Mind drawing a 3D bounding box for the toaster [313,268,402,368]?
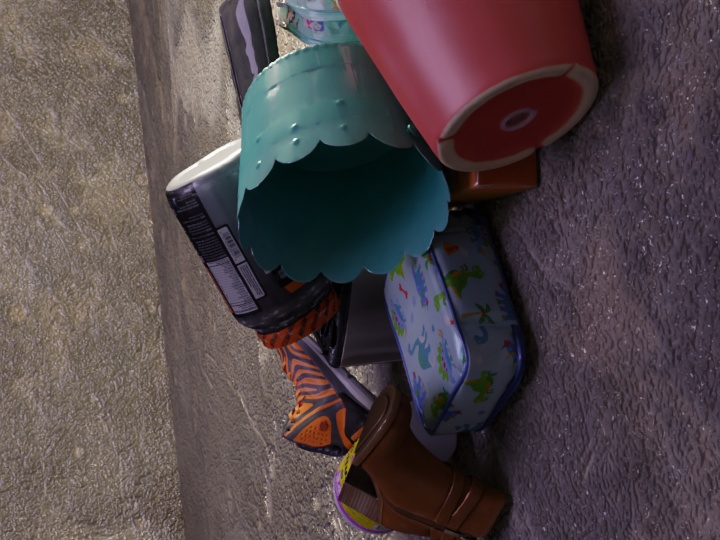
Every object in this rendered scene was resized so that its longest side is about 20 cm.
[{"bbox_3d":[0.000,0.000,1.275,0.201,0.116,0.184,-123,35,-57],"label":"toaster"}]

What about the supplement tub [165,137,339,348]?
[{"bbox_3d":[-0.107,-0.028,1.139,0.202,0.122,0.122,61,167,-17],"label":"supplement tub"}]

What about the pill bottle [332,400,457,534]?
[{"bbox_3d":[0.040,0.215,1.202,0.201,0.102,0.106,120,144,-56],"label":"pill bottle"}]

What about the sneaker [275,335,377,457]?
[{"bbox_3d":[-0.073,0.144,1.313,0.199,0.112,0.078,41,177,26],"label":"sneaker"}]

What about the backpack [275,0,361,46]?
[{"bbox_3d":[-0.008,-0.320,1.179,0.200,0.175,0.153,-142,45,-60],"label":"backpack"}]

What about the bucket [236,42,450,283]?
[{"bbox_3d":[-0.020,-0.099,1.009,0.208,0.203,0.137,113,155,-51],"label":"bucket"}]

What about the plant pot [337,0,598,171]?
[{"bbox_3d":[0.097,-0.194,0.892,0.180,0.197,0.201,68,155,21],"label":"plant pot"}]

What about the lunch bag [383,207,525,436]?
[{"bbox_3d":[0.088,0.051,1.076,0.162,0.081,0.202,112,150,-48],"label":"lunch bag"}]

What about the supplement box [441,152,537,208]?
[{"bbox_3d":[0.098,-0.100,1.056,0.200,0.065,0.070,166,102,-70],"label":"supplement box"}]

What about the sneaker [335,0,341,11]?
[{"bbox_3d":[0.075,-0.278,1.043,0.198,0.085,0.076,-19,35,32],"label":"sneaker"}]

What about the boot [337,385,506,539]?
[{"bbox_3d":[0.066,0.199,1.042,0.077,0.153,0.202,-64,-6,-45],"label":"boot"}]

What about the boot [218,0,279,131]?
[{"bbox_3d":[-0.126,-0.193,1.231,0.181,0.072,0.203,-30,79,55],"label":"boot"}]
